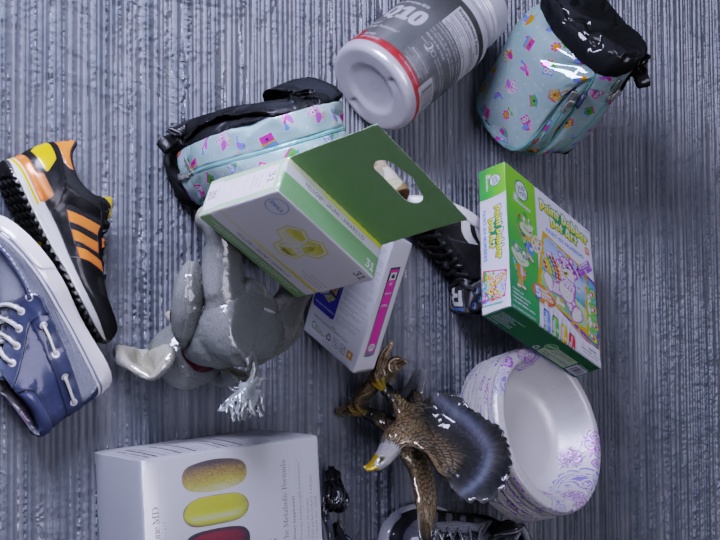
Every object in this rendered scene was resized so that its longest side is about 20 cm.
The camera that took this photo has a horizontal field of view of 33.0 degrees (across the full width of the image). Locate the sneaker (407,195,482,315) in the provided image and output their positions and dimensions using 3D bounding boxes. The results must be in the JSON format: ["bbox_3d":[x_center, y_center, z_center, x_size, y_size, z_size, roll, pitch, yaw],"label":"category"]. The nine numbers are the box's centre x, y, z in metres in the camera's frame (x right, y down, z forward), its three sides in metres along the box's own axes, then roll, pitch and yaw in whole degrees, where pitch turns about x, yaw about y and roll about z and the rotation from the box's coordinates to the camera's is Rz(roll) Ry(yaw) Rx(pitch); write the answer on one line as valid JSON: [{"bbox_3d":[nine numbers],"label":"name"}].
[{"bbox_3d":[0.113,-0.008,1.443,0.200,0.073,0.112,23,72,-35],"label":"sneaker"}]

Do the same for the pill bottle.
[{"bbox_3d":[0.074,-0.260,1.404,0.200,0.114,0.114,-43,112,-30],"label":"pill bottle"}]

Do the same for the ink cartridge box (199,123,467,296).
[{"bbox_3d":[-0.026,-0.048,1.103,0.145,0.199,0.048,42,50,-36],"label":"ink cartridge box"}]

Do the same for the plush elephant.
[{"bbox_3d":[-0.149,0.058,1.213,0.164,0.154,0.201,25,64,-44],"label":"plush elephant"}]

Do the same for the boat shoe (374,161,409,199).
[{"bbox_3d":[-0.042,-0.067,1.345,0.200,0.072,0.065,-27,67,-23],"label":"boat shoe"}]

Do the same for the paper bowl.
[{"bbox_3d":[0.189,0.199,1.452,0.200,0.104,0.201,22,58,-40],"label":"paper bowl"}]

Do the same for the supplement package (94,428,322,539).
[{"bbox_3d":[-0.151,0.228,1.217,0.199,0.109,0.114,-3,89,-36],"label":"supplement package"}]

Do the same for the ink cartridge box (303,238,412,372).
[{"bbox_3d":[0.000,0.000,1.295,0.037,0.095,0.201,-8,123,-40],"label":"ink cartridge box"}]

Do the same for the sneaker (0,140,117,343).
[{"bbox_3d":[-0.266,-0.030,1.170,0.090,0.070,0.201,-32,104,-30],"label":"sneaker"}]

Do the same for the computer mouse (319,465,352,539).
[{"bbox_3d":[-0.019,0.314,1.295,0.046,0.140,0.201,0,87,0],"label":"computer mouse"}]

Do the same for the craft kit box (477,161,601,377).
[{"bbox_3d":[0.215,0.001,1.459,0.200,0.048,0.198,32,46,-41],"label":"craft kit box"}]

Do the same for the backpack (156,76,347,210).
[{"bbox_3d":[-0.087,-0.116,1.225,0.167,0.200,0.127,-28,104,-34],"label":"backpack"}]

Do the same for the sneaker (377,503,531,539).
[{"bbox_3d":[0.124,0.315,1.412,0.199,0.114,0.076,11,81,-35],"label":"sneaker"}]

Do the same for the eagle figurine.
[{"bbox_3d":[0.064,0.198,1.339,0.151,0.152,0.200,-42,76,-12],"label":"eagle figurine"}]

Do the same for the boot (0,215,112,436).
[{"bbox_3d":[-0.314,0.054,1.128,0.090,0.073,0.200,-42,112,-36],"label":"boot"}]

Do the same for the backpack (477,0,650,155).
[{"bbox_3d":[0.235,-0.233,1.472,0.126,0.200,0.167,-2,51,-33],"label":"backpack"}]
